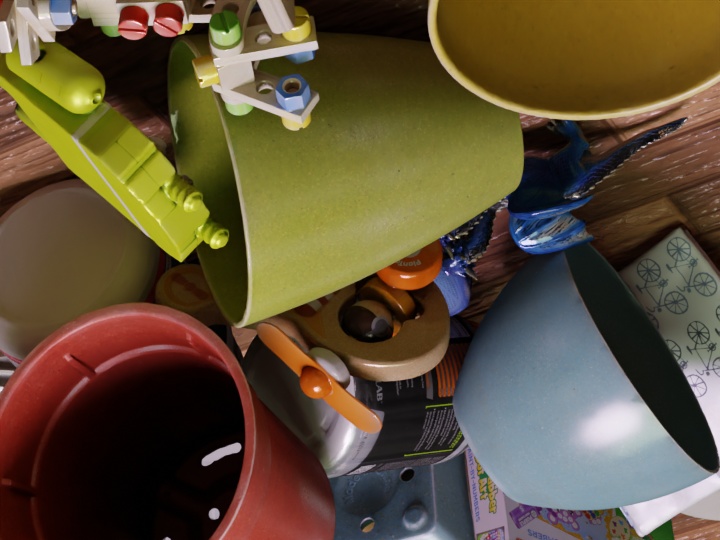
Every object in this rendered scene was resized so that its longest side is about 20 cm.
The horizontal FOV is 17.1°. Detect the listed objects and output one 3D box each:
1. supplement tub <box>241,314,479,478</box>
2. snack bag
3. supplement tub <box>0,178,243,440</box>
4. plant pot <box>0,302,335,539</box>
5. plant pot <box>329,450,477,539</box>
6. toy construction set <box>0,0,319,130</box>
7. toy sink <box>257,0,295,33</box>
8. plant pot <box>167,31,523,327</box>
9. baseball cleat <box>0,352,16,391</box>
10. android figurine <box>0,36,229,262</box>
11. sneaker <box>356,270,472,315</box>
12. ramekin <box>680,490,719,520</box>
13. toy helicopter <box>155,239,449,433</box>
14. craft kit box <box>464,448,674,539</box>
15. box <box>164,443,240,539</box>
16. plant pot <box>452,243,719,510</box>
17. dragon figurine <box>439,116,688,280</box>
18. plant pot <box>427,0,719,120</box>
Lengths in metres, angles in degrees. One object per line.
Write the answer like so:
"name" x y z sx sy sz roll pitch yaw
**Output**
"supplement tub" 0.015 0.087 1.768 0.122 0.123 0.199 -32 161 35
"snack bag" 0.226 0.088 1.814 0.200 0.021 0.189 -35 93 34
"supplement tub" -0.174 0.040 1.699 0.140 0.141 0.200 -14 146 15
"plant pot" -0.121 0.148 1.600 0.200 0.202 0.195 -16 155 17
"plant pot" 0.042 0.220 1.955 0.195 0.197 0.200 -17 141 18
"toy construction set" -0.119 -0.151 1.416 0.199 0.132 0.092 8 145 -5
"toy sink" -0.024 -0.244 1.298 0.111 0.131 0.200 -11 145 10
"plant pot" -0.004 -0.076 1.535 0.199 0.188 0.187 -13 149 -15
"baseball cleat" -0.313 0.091 1.827 0.199 0.070 0.107 10 149 -15
"android figurine" -0.158 -0.077 1.497 0.041 0.200 0.182 -47 145 -10
"sneaker" 0.000 0.000 1.704 0.199 0.090 0.078 22 139 -36
"ramekin" 0.310 0.119 1.909 0.199 0.098 0.200 -3 147 -2
"toy helicopter" -0.040 0.035 1.590 0.199 0.133 0.079 7 142 5
"craft kit box" 0.170 0.193 1.918 0.199 0.198 0.048 21 140 -34
"box" -0.110 0.161 1.962 0.116 0.060 0.200 -1 146 -5
"plant pot" 0.145 0.091 1.705 0.134 0.201 0.200 -33 139 16
"dragon figurine" 0.128 -0.049 1.634 0.199 0.100 0.059 -6 147 3
"plant pot" 0.133 -0.203 1.365 0.199 0.143 0.200 -2 147 -2
